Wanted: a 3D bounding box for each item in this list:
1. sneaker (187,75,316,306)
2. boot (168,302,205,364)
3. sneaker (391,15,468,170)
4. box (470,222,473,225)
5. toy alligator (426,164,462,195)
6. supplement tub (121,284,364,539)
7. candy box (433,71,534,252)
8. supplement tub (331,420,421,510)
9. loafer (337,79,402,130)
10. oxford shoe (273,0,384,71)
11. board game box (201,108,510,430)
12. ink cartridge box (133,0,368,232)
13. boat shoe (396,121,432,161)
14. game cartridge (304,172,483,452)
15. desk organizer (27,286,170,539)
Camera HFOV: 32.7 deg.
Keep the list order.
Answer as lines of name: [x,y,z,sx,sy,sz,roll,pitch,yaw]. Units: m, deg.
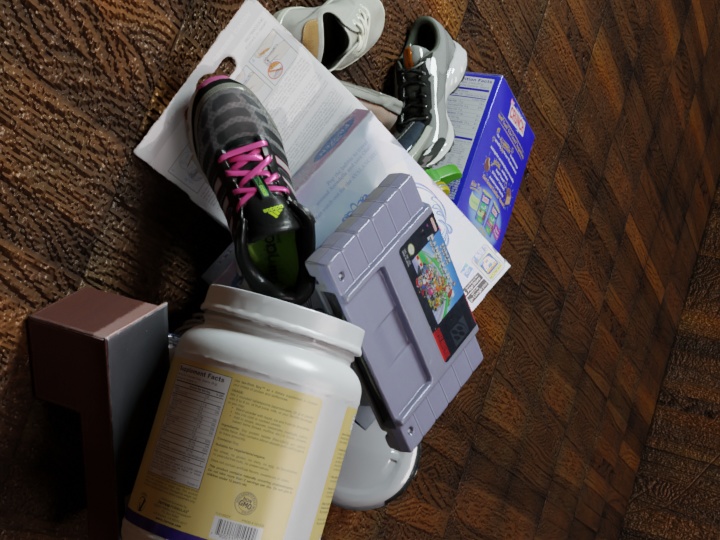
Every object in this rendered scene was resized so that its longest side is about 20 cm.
sneaker: [-0.077,-0.056,0.963,0.073,0.087,0.201,-19,103,-16]
boot: [-0.136,0.059,1.053,0.200,0.072,0.091,40,52,-64]
sneaker: [0.061,-0.187,1.317,0.079,0.074,0.201,50,41,-44]
box: [0.029,0.021,1.226,0.177,0.097,0.200,-55,168,-6]
toy alligator: [0.033,-0.089,1.336,0.200,0.059,0.054,-10,145,-45]
supplement tub: [-0.082,0.124,0.907,0.145,0.145,0.201,31,73,-63]
candy box: [0.135,-0.117,1.499,0.169,0.077,0.201,44,64,-60]
supplement tub: [0.001,0.184,1.267,0.200,0.122,0.123,86,22,-80]
loafer: [-0.014,-0.150,1.192,0.200,0.072,0.063,-3,112,-67]
oxford shoe: [-0.017,-0.223,1.159,0.200,0.058,0.076,-30,124,-60]
board game box: [0.000,0.000,1.073,0.200,0.043,0.199,-47,114,-8]
ink cartridge box: [-0.088,-0.116,1.044,0.161,0.050,0.200,-54,133,-3]
boat shoe: [-0.003,-0.077,1.213,0.200,0.062,0.075,-53,170,-12]
game cartridge: [0.036,0.035,1.014,0.130,0.038,0.201,-45,126,-31]
desk organizer: [-0.194,0.120,0.933,0.072,0.077,0.201,-35,132,-55]
